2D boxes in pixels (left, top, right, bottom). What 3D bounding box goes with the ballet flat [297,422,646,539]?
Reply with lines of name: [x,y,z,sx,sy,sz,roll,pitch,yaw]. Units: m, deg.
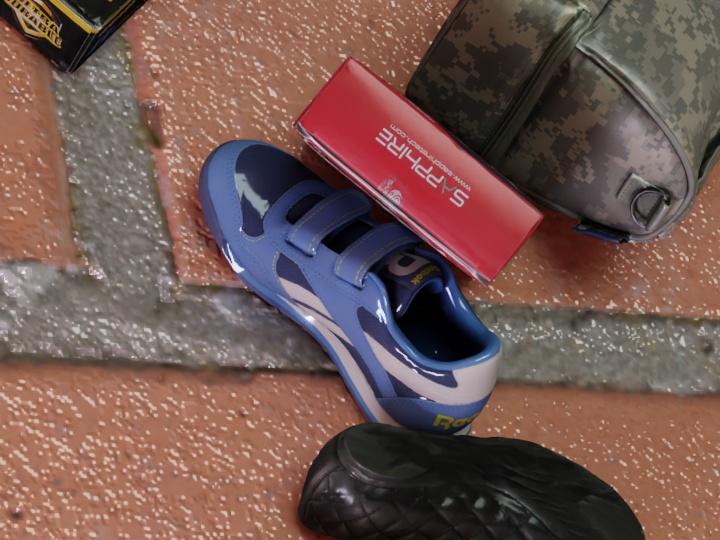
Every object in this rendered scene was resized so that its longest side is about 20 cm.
ballet flat: [0.059,0.120,1.483,0.199,0.057,0.067,16,42,-27]

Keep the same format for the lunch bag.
lunch bag: [0.144,-0.122,1.614,0.167,0.140,0.200,36,45,5]

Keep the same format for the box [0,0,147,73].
box: [-0.156,-0.221,1.581,0.160,0.049,0.200,42,49,-1]

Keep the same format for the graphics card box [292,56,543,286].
graphics card box: [0.031,-0.051,1.489,0.125,0.200,0.051,39,92,1]

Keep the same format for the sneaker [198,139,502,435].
sneaker: [0.000,0.000,1.499,0.200,0.082,0.074,46,52,7]
